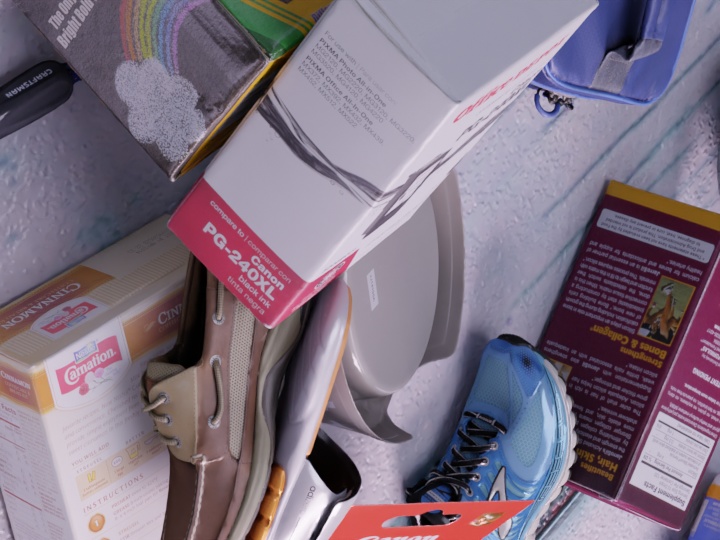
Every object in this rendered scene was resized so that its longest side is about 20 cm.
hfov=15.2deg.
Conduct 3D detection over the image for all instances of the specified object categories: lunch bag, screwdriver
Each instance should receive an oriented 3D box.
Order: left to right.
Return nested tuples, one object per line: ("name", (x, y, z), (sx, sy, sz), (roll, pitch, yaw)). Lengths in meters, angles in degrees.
("screwdriver", (-0.130, -0.123, 1.464), (0.199, 0.029, 0.028), (-32, 125, -26))
("lunch bag", (0.133, -0.191, 1.627), (0.135, 0.132, 0.201), (8, 98, -45))

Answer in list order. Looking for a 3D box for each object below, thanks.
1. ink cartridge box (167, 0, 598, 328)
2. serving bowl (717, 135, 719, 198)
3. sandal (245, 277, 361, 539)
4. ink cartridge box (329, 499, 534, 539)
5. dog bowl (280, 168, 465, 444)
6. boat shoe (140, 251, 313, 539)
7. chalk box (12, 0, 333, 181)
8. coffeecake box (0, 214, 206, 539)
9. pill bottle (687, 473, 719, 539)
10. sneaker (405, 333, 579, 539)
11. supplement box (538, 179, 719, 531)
("ink cartridge box", (0.011, -0.081, 1.371), (0.145, 0.083, 0.200), (-38, 173, -46))
("serving bowl", (0.313, -0.090, 1.887), (0.199, 0.066, 0.201), (-16, 115, -39))
("sandal", (-0.023, 0.103, 1.470), (0.059, 0.079, 0.208), (14, 117, -13))
("ink cartridge box", (-0.006, 0.202, 1.603), (0.162, 0.200, 0.057), (2, 62, -44))
("dog bowl", (0.000, 0.000, 1.569), (0.200, 0.058, 0.202), (1, 90, -67))
("boat shoe", (-0.084, 0.065, 1.452), (0.073, 0.076, 0.201), (14, 89, -23))
("chalk box", (-0.100, -0.174, 1.377), (0.200, 0.124, 0.124), (49, 50, 4))
("coffeecake box", (-0.125, 0.095, 1.517), (0.153, 0.073, 0.201), (-31, 124, -33))
("pill bottle", (0.269, 0.256, 1.932), (0.112, 0.112, 0.201), (28, 84, -46))
("sneaker", (0.077, 0.140, 1.730), (0.090, 0.078, 0.201), (3, 101, -41))
("supplement box", (0.189, 0.056, 1.784), (0.085, 0.110, 0.201), (27, 86, -46))
